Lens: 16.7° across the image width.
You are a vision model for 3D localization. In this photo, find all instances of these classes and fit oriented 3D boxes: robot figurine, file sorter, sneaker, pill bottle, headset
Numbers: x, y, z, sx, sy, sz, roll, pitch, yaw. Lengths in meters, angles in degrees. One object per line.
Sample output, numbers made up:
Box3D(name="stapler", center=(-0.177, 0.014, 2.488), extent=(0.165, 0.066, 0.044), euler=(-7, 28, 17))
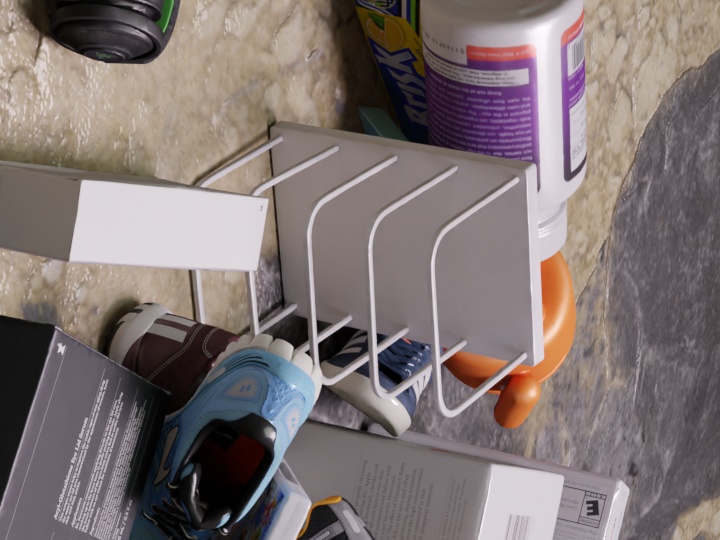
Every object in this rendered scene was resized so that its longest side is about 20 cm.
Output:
Box3D(name="robot figurine", center=(0.104, 0.031, 1.840), extent=(0.117, 0.144, 0.200), euler=(-44, 166, -5))
Box3D(name="file sorter", center=(0.000, 0.000, 1.583), extent=(0.124, 0.200, 0.139), euler=(-33, 126, -49))
Box3D(name="sneaker", center=(-0.093, 0.122, 1.530), extent=(0.076, 0.115, 0.201), euler=(-41, 133, -49))
Box3D(name="pill bottle", center=(0.101, -0.107, 1.699), extent=(0.111, 0.111, 0.200), euler=(-47, 142, -46))
Box3D(name="sneaker", center=(-0.101, 0.124, 1.449), extent=(0.200, 0.078, 0.090), euler=(-53, -170, 35))
Box3D(name="headset", center=(-0.157, -0.178, 1.395), extent=(0.200, 0.094, 0.124), euler=(-31, 122, -74))
Box3D(name="sneaker", center=(-0.046, 0.208, 1.582), extent=(0.078, 0.200, 0.077), euler=(-10, 72, -44))
Box3D(name="sneaker", center=(0.021, 0.059, 1.695), extent=(0.085, 0.075, 0.200), euler=(-53, -178, 1))

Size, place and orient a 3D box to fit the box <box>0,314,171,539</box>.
Box3D(name="box", center=(-0.196, 0.139, 1.386), extent=(0.141, 0.079, 0.201), euler=(41, 62, -62))

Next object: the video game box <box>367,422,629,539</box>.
Box3D(name="video game box", center=(0.080, 0.222, 1.789), extent=(0.047, 0.199, 0.183), euler=(47, 57, -66))

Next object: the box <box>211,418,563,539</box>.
Box3D(name="box", center=(0.017, 0.162, 1.654), extent=(0.124, 0.200, 0.098), euler=(16, 85, -61))

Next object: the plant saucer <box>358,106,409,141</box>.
Box3D(name="plant saucer", center=(0.055, -0.039, 1.697), extent=(0.019, 0.200, 0.070), euler=(-28, 136, -10))

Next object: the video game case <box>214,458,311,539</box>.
Box3D(name="video game case", center=(-0.078, 0.189, 1.527), extent=(0.143, 0.018, 0.200), euler=(-64, -172, 1))

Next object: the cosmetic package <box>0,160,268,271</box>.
Box3D(name="cosmetic package", center=(-0.141, -0.030, 1.432), extent=(0.200, 0.082, 0.051), euler=(3, 95, -61))

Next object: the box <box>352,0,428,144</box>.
Box3D(name="box", center=(0.049, -0.173, 1.757), extent=(0.070, 0.064, 0.200), euler=(-60, 145, -32))
